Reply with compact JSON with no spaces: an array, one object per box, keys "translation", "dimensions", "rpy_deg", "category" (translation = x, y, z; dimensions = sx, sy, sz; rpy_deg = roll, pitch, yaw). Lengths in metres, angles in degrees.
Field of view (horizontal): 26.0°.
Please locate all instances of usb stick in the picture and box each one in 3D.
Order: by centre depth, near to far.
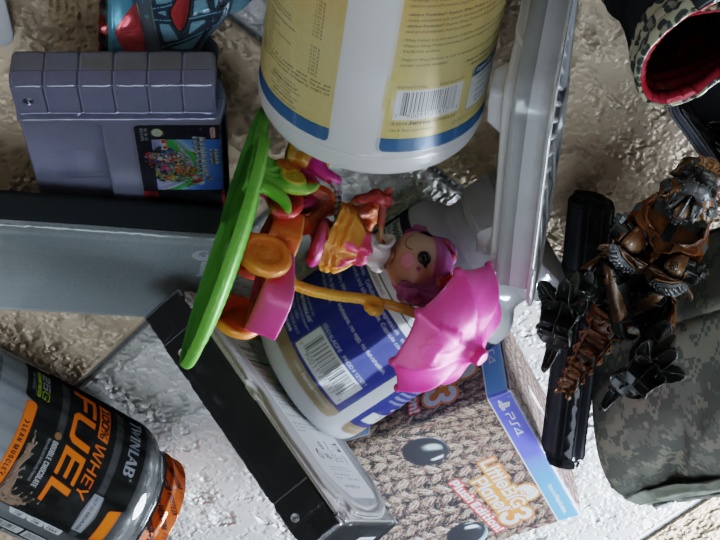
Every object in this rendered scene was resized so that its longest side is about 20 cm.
[{"translation":[0.155,0.042,1.123],"dimensions":[0.032,0.055,0.202],"rpy_deg":[3,103,-6],"category":"usb stick"}]

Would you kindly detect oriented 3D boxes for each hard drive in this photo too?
[{"translation":[-0.199,-0.010,1.081],"dimensions":[0.198,0.033,0.140],"rpy_deg":[3,154,-12],"category":"hard drive"},{"translation":[-0.059,0.106,1.096],"dimensions":[0.038,0.200,0.140],"rpy_deg":[-40,161,8],"category":"hard drive"}]

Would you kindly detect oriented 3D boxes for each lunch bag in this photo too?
[{"translation":[0.257,0.076,1.096],"dimensions":[0.139,0.169,0.200],"rpy_deg":[24,157,-25],"category":"lunch bag"}]

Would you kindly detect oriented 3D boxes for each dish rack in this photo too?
[{"translation":[0.105,-0.097,0.968],"dimensions":[0.043,0.172,0.201],"rpy_deg":[10,142,8],"category":"dish rack"}]

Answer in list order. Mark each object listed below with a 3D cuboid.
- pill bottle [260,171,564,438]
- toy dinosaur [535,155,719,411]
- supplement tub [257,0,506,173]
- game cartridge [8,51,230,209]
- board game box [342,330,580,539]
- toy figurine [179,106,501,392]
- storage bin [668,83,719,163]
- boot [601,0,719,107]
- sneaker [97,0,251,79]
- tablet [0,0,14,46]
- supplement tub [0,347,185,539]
[{"translation":[0.037,0.023,1.105],"dimensions":[0.199,0.116,0.116],"rpy_deg":[-33,126,14],"category":"pill bottle"},{"translation":[0.182,0.019,1.025],"dimensions":[0.102,0.136,0.201],"rpy_deg":[15,128,19],"category":"toy dinosaur"},{"translation":[0.017,-0.175,0.917],"dimensions":[0.144,0.145,0.201],"rpy_deg":[4,131,-7],"category":"supplement tub"},{"translation":[-0.150,-0.077,1.016],"dimensions":[0.129,0.039,0.200],"rpy_deg":[3,155,-2],"category":"game cartridge"},{"translation":[0.049,0.141,1.226],"dimensions":[0.199,0.097,0.160],"rpy_deg":[-21,129,14],"category":"board game box"},{"translation":[0.000,0.000,0.981],"dimensions":[0.183,0.201,0.151],"rpy_deg":[19,129,-9],"category":"toy figurine"},{"translation":[0.298,-0.144,0.998],"dimensions":[0.199,0.094,0.135],"rpy_deg":[-30,126,20],"category":"storage bin"},{"translation":[0.220,-0.199,0.904],"dimensions":[0.073,0.154,0.203],"rpy_deg":[31,123,-28],"category":"boot"},{"translation":[-0.111,-0.191,0.950],"dimensions":[0.095,0.080,0.201],"rpy_deg":[0,141,-11],"category":"sneaker"},{"translation":[-0.325,-0.189,0.969],"dimensions":[0.198,0.014,0.131],"rpy_deg":[-4,131,-1],"category":"tablet"},{"translation":[-0.241,0.147,1.195],"dimensions":[0.199,0.123,0.122],"rpy_deg":[32,122,-28],"category":"supplement tub"}]
